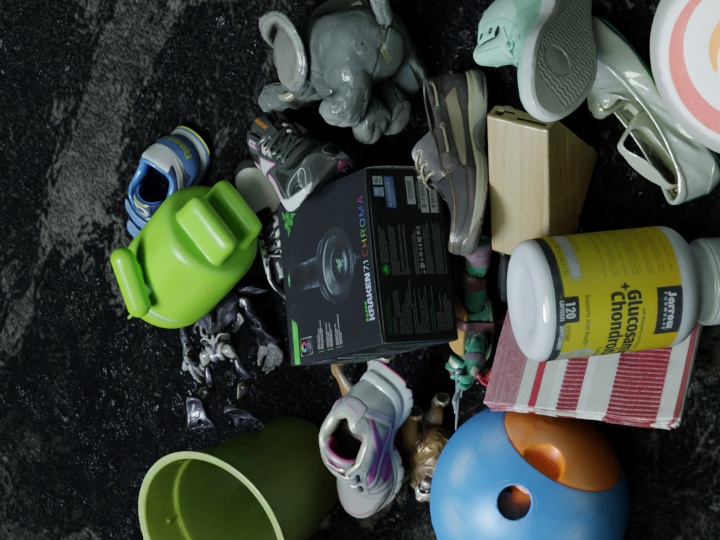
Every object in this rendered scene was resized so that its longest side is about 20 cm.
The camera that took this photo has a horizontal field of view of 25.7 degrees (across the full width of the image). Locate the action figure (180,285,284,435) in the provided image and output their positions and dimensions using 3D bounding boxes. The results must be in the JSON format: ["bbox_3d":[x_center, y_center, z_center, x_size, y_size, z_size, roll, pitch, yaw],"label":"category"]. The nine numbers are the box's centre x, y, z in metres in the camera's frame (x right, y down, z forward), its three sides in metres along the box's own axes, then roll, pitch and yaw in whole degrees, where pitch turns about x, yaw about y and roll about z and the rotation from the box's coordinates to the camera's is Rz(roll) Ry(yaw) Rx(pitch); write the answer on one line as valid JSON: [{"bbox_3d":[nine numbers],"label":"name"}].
[{"bbox_3d":[-0.154,0.091,1.785,0.118,0.201,0.102,-8,145,10],"label":"action figure"}]

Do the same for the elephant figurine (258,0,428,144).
[{"bbox_3d":[-0.041,-0.218,1.589,0.199,0.141,0.156,31,95,37],"label":"elephant figurine"}]

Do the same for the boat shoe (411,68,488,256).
[{"bbox_3d":[0.085,-0.103,1.516,0.073,0.202,0.075,1,149,2],"label":"boat shoe"}]

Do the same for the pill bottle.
[{"bbox_3d":[0.242,0.019,1.449,0.198,0.112,0.113,-6,112,-12],"label":"pill bottle"}]

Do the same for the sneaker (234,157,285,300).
[{"bbox_3d":[-0.079,-0.033,1.710,0.074,0.080,0.201,-35,87,39],"label":"sneaker"}]

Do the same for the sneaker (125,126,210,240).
[{"bbox_3d":[-0.233,-0.067,1.793,0.074,0.082,0.201,27,123,19],"label":"sneaker"}]

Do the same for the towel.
[{"bbox_3d":[0.228,0.079,1.529,0.198,0.145,0.023,4,151,27],"label":"towel"}]

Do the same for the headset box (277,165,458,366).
[{"bbox_3d":[0.000,0.000,1.597,0.200,0.092,0.176,-17,77,58],"label":"headset box"}]

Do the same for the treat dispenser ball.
[{"bbox_3d":[0.168,0.231,1.578,0.199,0.201,0.203,13,116,28],"label":"treat dispenser ball"}]

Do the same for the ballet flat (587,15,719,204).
[{"bbox_3d":[0.252,-0.144,1.449,0.200,0.069,0.069,52,127,3],"label":"ballet flat"}]

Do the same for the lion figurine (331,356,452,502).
[{"bbox_3d":[0.036,0.161,1.728,0.200,0.072,0.123,42,147,29],"label":"lion figurine"}]

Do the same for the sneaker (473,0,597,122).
[{"bbox_3d":[0.153,-0.192,1.442,0.073,0.202,0.118,32,138,-23],"label":"sneaker"}]

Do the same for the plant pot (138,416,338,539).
[{"bbox_3d":[-0.114,0.258,1.780,0.199,0.190,0.202,13,116,29],"label":"plant pot"}]

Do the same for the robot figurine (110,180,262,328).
[{"bbox_3d":[-0.187,-0.013,1.701,0.116,0.175,0.200,49,136,2],"label":"robot figurine"}]

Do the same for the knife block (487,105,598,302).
[{"bbox_3d":[0.161,-0.047,1.494,0.064,0.200,0.177,15,87,26],"label":"knife block"}]

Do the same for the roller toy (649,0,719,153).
[{"bbox_3d":[0.344,-0.194,1.331,0.182,0.140,0.201,35,123,16],"label":"roller toy"}]

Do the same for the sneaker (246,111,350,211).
[{"bbox_3d":[-0.078,-0.118,1.601,0.086,0.080,0.200,49,170,-14],"label":"sneaker"}]

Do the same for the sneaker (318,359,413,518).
[{"bbox_3d":[-0.007,0.189,1.658,0.081,0.088,0.201,33,136,32],"label":"sneaker"}]

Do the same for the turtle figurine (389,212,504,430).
[{"bbox_3d":[0.096,0.050,1.616,0.149,0.100,0.202,30,124,48],"label":"turtle figurine"}]
